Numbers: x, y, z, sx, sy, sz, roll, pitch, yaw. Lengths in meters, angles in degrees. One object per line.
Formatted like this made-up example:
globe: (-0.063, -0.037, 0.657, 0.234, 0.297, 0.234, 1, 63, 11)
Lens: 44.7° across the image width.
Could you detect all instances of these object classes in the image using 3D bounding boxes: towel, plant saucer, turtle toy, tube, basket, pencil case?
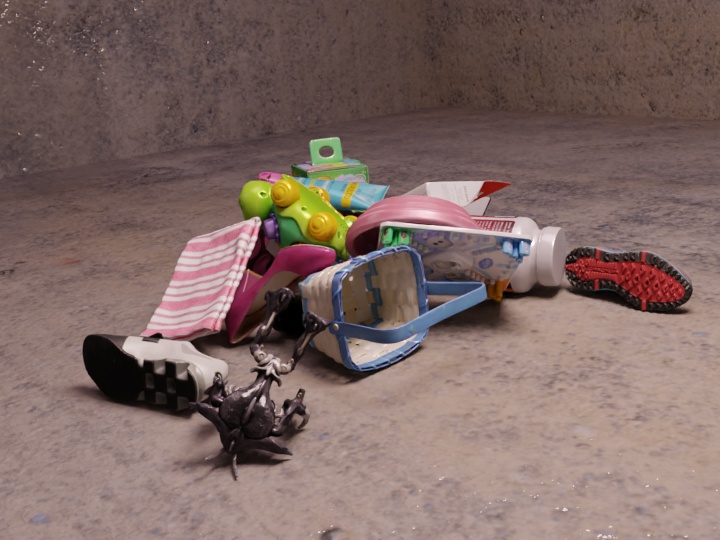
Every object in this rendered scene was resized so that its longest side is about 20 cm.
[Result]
towel: (-0.221, 0.013, 1.219, 0.145, 0.030, 0.202, -14, 44, 36)
plant saucer: (0.078, -0.049, 1.209, 0.196, 0.052, 0.201, 4, -22, 2)
turtle toy: (-0.092, -0.072, 1.273, 0.199, 0.102, 0.145, 40, 14, 18)
tube: (-0.055, -0.123, 1.430, 0.196, 0.051, 0.078, 5, 42, 15)
basket: (0.035, 0.045, 1.077, 0.175, 0.142, 0.198, -19, 10, -38)
pencil case: (-0.160, -0.057, 1.383, 0.090, 0.203, 0.093, 25, 5, 21)

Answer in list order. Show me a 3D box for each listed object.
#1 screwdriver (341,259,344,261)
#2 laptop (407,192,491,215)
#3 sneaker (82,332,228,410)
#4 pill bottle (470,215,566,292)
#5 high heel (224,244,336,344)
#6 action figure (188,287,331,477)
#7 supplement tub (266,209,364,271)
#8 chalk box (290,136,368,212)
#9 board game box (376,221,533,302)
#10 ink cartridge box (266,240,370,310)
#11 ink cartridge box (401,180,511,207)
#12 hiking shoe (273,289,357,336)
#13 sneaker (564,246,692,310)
screwdriver: (0.000, 0.000, 1.321, 0.197, 0.029, 0.028, 23, 34, 8)
laptop: (0.110, -0.103, 1.602, 0.185, 0.117, 0.202, 7, 54, 33)
sneaker: (-0.246, 0.116, 1.056, 0.197, 0.076, 0.088, 13, 17, 27)
pill bottle: (0.206, -0.026, 1.333, 0.197, 0.115, 0.113, 4, 18, 27)
high heel: (-0.108, 0.032, 1.153, 0.198, 0.098, 0.067, -17, -31, 35)
action figure: (-0.103, 0.126, 0.920, 0.117, 0.102, 0.202, 24, 62, 4)
supplement tub: (-0.084, -0.049, 1.473, 0.196, 0.125, 0.123, 1, 17, 16)
chalk box: (-0.056, -0.146, 1.657, 0.122, 0.204, 0.124, -9, 17, -17)
board game box: (0.119, -0.007, 1.201, 0.196, 0.026, 0.200, 5, -21, -1)
ink cartridge box: (-0.043, 0.004, 1.332, 0.200, 0.040, 0.099, 42, 37, 21)
ink cartridge box: (0.133, -0.099, 1.445, 0.197, 0.048, 0.159, -4, -13, -38)
hiking shoe: (-0.091, 0.045, 1.236, 0.099, 0.077, 0.199, -11, 18, -33)
sneaker: (0.396, -0.001, 1.259, 0.094, 0.081, 0.199, -8, 20, -38)
